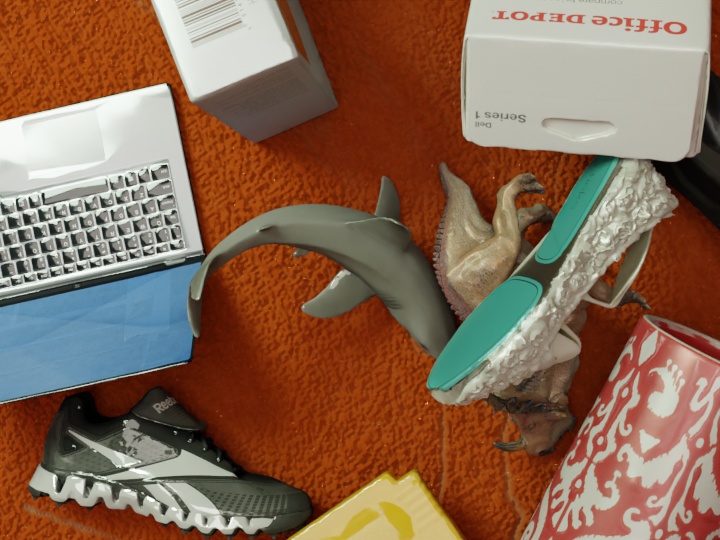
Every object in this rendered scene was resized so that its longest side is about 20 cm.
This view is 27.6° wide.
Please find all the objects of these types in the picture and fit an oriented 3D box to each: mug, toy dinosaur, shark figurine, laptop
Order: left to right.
[{"bbox_3d":[-0.210,-0.018,0.991,0.187,0.116,0.201,-12,87,5],"label":"laptop"},{"bbox_3d":[-0.015,-0.016,0.950,0.214,0.089,0.129,9,77,-30],"label":"shark figurine"},{"bbox_3d":[0.096,0.022,0.971,0.135,0.086,0.200,-41,87,1],"label":"toy dinosaur"},{"bbox_3d":[0.195,0.142,0.939,0.133,0.177,0.201,30,102,35],"label":"mug"}]

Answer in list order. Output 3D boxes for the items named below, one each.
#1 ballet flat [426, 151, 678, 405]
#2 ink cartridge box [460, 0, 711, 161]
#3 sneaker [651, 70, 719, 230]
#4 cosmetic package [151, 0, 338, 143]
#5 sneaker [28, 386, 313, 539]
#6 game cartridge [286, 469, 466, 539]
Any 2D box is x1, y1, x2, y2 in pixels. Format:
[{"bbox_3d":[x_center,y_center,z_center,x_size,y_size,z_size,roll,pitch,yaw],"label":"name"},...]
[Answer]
[{"bbox_3d":[0.125,0.014,0.898,0.072,0.072,0.200,38,90,6],"label":"ballet flat"},{"bbox_3d":[0.146,-0.169,0.917,0.146,0.085,0.200,4,46,9],"label":"ink cartridge box"},{"bbox_3d":[0.247,-0.103,0.971,0.114,0.076,0.199,-37,67,-18],"label":"sneaker"},{"bbox_3d":[-0.074,-0.151,0.937,0.071,0.200,0.102,-22,87,5],"label":"cosmetic package"},{"bbox_3d":[-0.127,0.128,1.003,0.199,0.066,0.091,10,92,8],"label":"sneaker"},{"bbox_3d":[0.016,0.254,0.963,0.176,0.032,0.200,-35,87,4],"label":"game cartridge"}]
